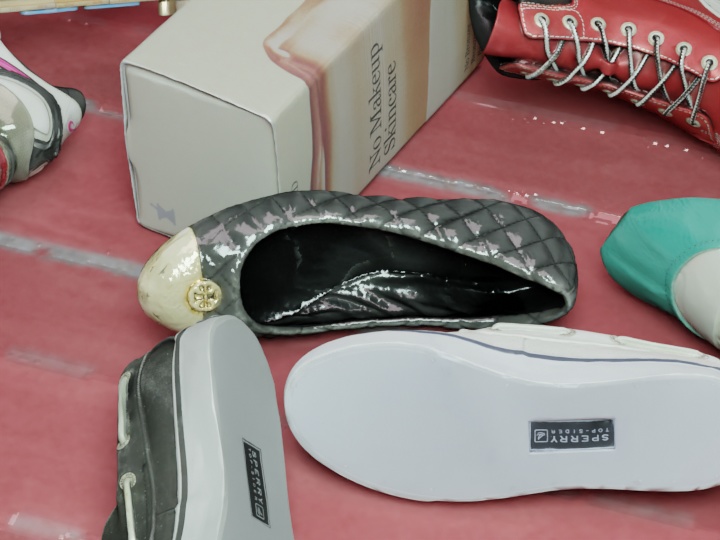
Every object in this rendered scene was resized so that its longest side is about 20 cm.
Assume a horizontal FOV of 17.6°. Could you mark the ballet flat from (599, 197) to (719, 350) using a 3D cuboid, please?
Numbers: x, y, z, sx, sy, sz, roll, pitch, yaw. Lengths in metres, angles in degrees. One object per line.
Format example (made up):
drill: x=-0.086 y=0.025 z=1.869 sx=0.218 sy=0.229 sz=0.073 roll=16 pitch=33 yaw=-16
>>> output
ballet flat: x=0.200 y=0.016 z=1.025 sx=0.199 sy=0.068 sz=0.070 roll=12 pitch=36 yaw=10

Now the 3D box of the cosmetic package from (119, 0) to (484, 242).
cosmetic package: x=-0.022 y=-0.102 z=1.128 sx=0.087 sy=0.104 sz=0.200 roll=22 pitch=48 yaw=23

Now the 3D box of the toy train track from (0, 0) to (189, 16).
toy train track: x=-0.109 y=-0.144 z=1.149 sx=0.199 sy=0.115 sz=0.033 roll=-8 pitch=8 yaw=-26

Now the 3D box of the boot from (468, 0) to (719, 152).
boot: x=0.141 y=-0.090 z=1.109 sx=0.144 sy=0.073 sz=0.200 roll=-3 pitch=31 yaw=-35

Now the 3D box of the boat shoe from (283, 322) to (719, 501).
boat shoe: x=0.068 y=0.054 z=0.997 sx=0.199 sy=0.071 sz=0.070 roll=0 pitch=16 yaw=5

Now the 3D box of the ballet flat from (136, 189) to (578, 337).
ballet flat: x=0.000 y=0.000 z=1.040 sx=0.199 sy=0.067 sz=0.057 roll=-5 pitch=26 yaw=-8

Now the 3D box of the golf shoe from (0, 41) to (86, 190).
golf shoe: x=-0.228 y=-0.104 z=1.156 sx=0.200 sy=0.073 sz=0.092 roll=36 pitch=44 yaw=20

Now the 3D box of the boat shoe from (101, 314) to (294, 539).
boat shoe: x=-0.067 y=0.113 z=0.931 sx=0.064 sy=0.071 sz=0.200 roll=-23 pitch=47 yaw=23
